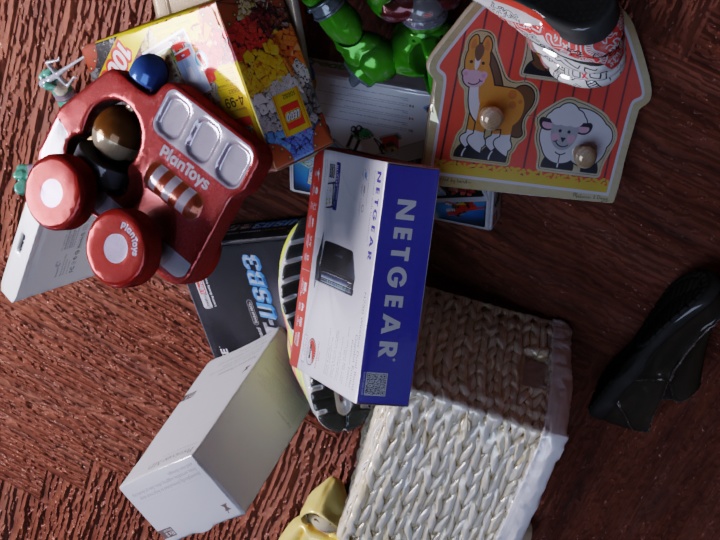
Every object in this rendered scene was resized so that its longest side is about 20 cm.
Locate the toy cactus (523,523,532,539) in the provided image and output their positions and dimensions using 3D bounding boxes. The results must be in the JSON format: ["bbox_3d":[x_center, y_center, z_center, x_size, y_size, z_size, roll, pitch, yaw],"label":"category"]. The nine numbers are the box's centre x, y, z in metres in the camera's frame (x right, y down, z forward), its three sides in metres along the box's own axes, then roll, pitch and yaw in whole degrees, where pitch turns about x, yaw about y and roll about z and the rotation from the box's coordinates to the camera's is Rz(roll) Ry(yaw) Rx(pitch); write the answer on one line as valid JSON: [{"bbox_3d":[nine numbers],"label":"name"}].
[{"bbox_3d":[0.091,0.264,1.647,0.164,0.200,0.103,7,94,-21],"label":"toy cactus"}]

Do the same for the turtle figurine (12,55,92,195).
[{"bbox_3d":[-0.270,-0.109,1.597,0.100,0.150,0.200,8,148,-28],"label":"turtle figurine"}]

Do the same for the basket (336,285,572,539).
[{"bbox_3d":[0.088,0.151,1.514,0.160,0.198,0.201,17,120,-1],"label":"basket"}]

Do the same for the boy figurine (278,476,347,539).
[{"bbox_3d":[-0.033,0.308,1.776,0.124,0.064,0.201,21,129,15],"label":"boy figurine"}]

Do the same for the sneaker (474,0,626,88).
[{"bbox_3d":[0.123,-0.213,1.308,0.201,0.067,0.108,34,170,28],"label":"sneaker"}]

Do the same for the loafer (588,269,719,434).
[{"bbox_3d":[0.281,0.076,1.492,0.071,0.073,0.200,30,135,-2],"label":"loafer"}]

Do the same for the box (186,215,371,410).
[{"bbox_3d":[-0.063,0.045,1.638,0.198,0.050,0.201,-4,117,25],"label":"box"}]

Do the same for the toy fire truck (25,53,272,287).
[{"bbox_3d":[-0.179,-0.087,1.405,0.200,0.112,0.168,39,110,23],"label":"toy fire truck"}]

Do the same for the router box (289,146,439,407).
[{"bbox_3d":[0.000,0.000,1.420,0.049,0.179,0.201,5,95,-21],"label":"router box"}]

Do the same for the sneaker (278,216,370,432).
[{"bbox_3d":[-0.043,0.047,1.557,0.078,0.090,0.201,-8,99,-15],"label":"sneaker"}]

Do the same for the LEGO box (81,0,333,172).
[{"bbox_3d":[-0.136,-0.154,1.447,0.199,0.077,0.150,-8,106,47],"label":"LEGO box"}]

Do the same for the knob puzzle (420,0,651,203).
[{"bbox_3d":[0.151,-0.157,1.369,0.218,0.030,0.221,-4,110,-10],"label":"knob puzzle"}]

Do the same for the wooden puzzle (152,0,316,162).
[{"bbox_3d":[-0.108,-0.210,1.482,0.185,0.046,0.201,16,122,39],"label":"wooden puzzle"}]

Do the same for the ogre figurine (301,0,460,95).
[{"bbox_3d":[0.049,-0.216,1.391,0.199,0.098,0.120,-20,125,-15],"label":"ogre figurine"}]

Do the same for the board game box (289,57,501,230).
[{"bbox_3d":[0.031,-0.115,1.504,0.199,0.035,0.127,12,123,18],"label":"board game box"}]

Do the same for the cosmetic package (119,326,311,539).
[{"bbox_3d":[-0.128,0.156,1.582,0.113,0.200,0.081,-27,108,36],"label":"cosmetic package"}]

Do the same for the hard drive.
[{"bbox_3d":[-0.239,-0.049,1.568,0.026,0.200,0.132,44,130,22],"label":"hard drive"}]
